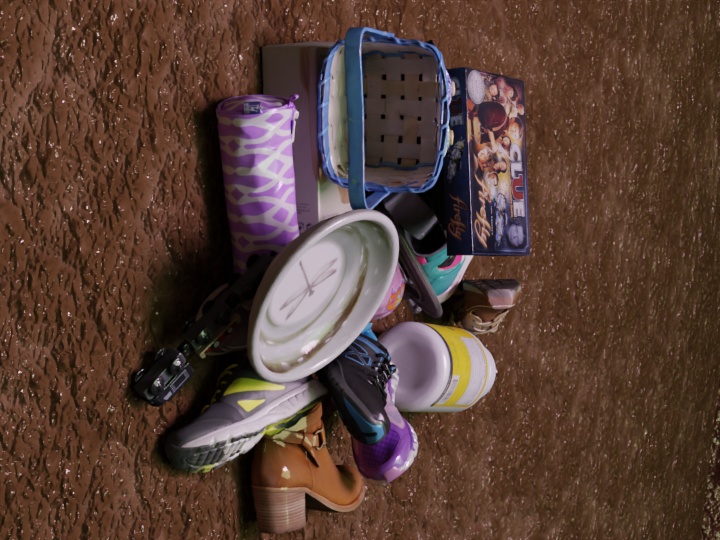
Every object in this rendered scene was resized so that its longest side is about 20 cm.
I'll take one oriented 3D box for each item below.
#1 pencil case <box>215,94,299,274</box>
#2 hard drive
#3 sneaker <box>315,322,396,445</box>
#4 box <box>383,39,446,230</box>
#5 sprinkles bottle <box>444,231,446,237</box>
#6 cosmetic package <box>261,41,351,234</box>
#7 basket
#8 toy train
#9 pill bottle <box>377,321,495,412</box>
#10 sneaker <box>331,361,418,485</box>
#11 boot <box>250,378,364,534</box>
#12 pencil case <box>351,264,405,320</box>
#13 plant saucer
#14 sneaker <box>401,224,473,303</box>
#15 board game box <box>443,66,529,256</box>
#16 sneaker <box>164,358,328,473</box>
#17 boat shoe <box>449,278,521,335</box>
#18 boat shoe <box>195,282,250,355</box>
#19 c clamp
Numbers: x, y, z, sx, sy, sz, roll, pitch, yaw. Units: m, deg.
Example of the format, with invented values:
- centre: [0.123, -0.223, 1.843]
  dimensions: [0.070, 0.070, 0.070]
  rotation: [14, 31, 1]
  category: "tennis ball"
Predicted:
- centre: [-0.097, -0.084, 1.467]
  dimensions: [0.084, 0.085, 0.201]
  rotation: [-108, -166, -68]
  category: "pencil case"
- centre: [0.044, -0.114, 1.682]
  dimensions: [0.200, 0.042, 0.135]
  rotation: [35, 34, -73]
  category: "hard drive"
- centre: [0.001, 0.110, 1.534]
  dimensions: [0.200, 0.082, 0.073]
  rotation: [-122, -166, -57]
  category: "sneaker"
- centre: [0.091, -0.163, 1.703]
  dimensions: [0.200, 0.079, 0.141]
  rotation: [-101, 168, -57]
  category: "box"
- centre: [0.129, -0.110, 1.799]
  dimensions: [0.200, 0.068, 0.068]
  rotation: [-94, 169, -53]
  category: "sprinkles bottle"
- centre: [-0.050, -0.145, 1.560]
  dimensions: [0.105, 0.071, 0.201]
  rotation: [-22, 114, -58]
  category: "cosmetic package"
- centre: [0.021, -0.162, 1.467]
  dimensions: [0.200, 0.138, 0.177]
  rotation: [-31, 123, -67]
  category: "basket"
- centre: [-0.142, 0.057, 1.405]
  dimensions: [0.200, 0.034, 0.046]
  rotation: [-47, 140, -22]
  category: "toy train"
- centre: [0.099, 0.126, 1.848]
  dimensions: [0.200, 0.112, 0.113]
  rotation: [12, 84, -62]
  category: "pill bottle"
- centre: [0.005, 0.158, 1.666]
  dimensions: [0.089, 0.080, 0.201]
  rotation: [51, 16, -38]
  category: "sneaker"
- centre: [-0.059, 0.197, 1.619]
  dimensions: [0.200, 0.076, 0.156]
  rotation: [-8, 98, -54]
  category: "boot"
- centre: [0.000, 0.000, 1.592]
  dimensions: [0.200, 0.087, 0.088]
  rotation: [52, 47, -76]
  category: "pencil case"
- centre: [-0.048, 0.017, 1.425]
  dimensions: [0.200, 0.050, 0.201]
  rotation: [-36, 148, -28]
  category: "plant saucer"
- centre: [0.111, -0.068, 1.875]
  dimensions: [0.121, 0.083, 0.201]
  rotation: [73, 35, -53]
  category: "sneaker"
- centre: [0.139, -0.116, 1.592]
  dimensions: [0.135, 0.034, 0.201]
  rotation: [-1, 88, -56]
  category: "board game box"
- centre: [-0.129, 0.140, 1.478]
  dimensions: [0.200, 0.085, 0.075]
  rotation: [-21, 159, -43]
  category: "sneaker"
- centre: [0.165, 0.049, 1.909]
  dimensions: [0.200, 0.075, 0.074]
  rotation: [179, -90, -82]
  category: "boat shoe"
- centre: [-0.100, 0.046, 1.511]
  dimensions: [0.200, 0.059, 0.072]
  rotation: [-19, 114, -60]
  category: "boat shoe"
- centre: [0.038, -0.016, 1.723]
  dimensions: [0.027, 0.171, 0.200]
  rotation: [-32, 122, -8]
  category: "c clamp"
